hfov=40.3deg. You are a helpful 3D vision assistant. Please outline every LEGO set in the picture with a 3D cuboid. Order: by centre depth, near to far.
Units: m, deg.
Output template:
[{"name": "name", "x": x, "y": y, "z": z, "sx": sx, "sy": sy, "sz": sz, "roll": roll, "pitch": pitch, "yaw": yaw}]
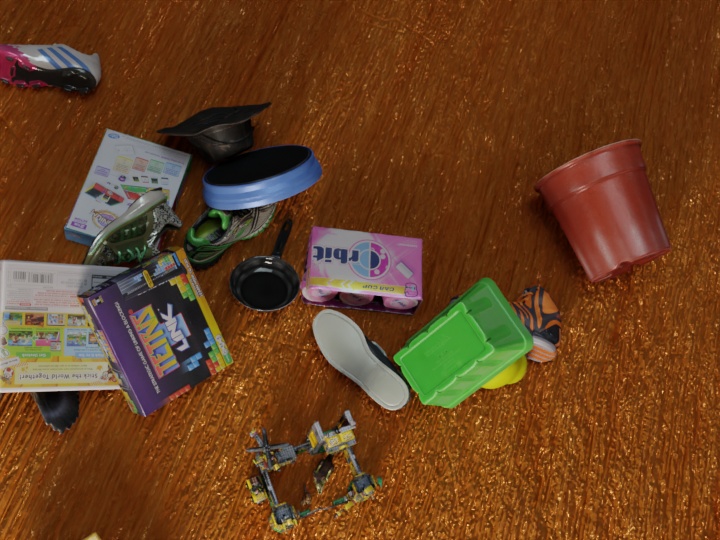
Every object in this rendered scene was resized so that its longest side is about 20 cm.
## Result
[{"name": "LEGO set", "x": -0.066, "y": 0.294, "z": 1.449, "sx": 0.199, "sy": 0.116, "sz": 0.154, "roll": -9, "pitch": 68, "yaw": -16}]

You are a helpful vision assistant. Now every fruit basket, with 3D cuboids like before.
[{"name": "fruit basket", "x": 0.182, "y": 0.124, "z": 1.563, "sx": 0.215, "sy": 0.216, "sz": 0.156, "roll": -28, "pitch": 75, "yaw": -22}]

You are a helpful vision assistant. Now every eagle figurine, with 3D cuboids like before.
[{"name": "eagle figurine", "x": -0.505, "y": 0.137, "z": 1.441, "sx": 0.151, "sy": 0.151, "sz": 0.201, "roll": 1, "pitch": 96, "yaw": 31}]

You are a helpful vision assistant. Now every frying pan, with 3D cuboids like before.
[{"name": "frying pan", "x": -0.161, "y": -0.005, "z": 1.615, "sx": 0.114, "sy": 0.031, "sz": 0.191, "roll": -2, "pitch": 50, "yaw": -11}]

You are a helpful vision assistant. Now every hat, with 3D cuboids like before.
[{"name": "hat", "x": -0.236, "y": -0.224, "z": 1.651, "sx": 0.200, "sy": 0.200, "sz": 0.081, "roll": -23, "pitch": 111, "yaw": -21}]

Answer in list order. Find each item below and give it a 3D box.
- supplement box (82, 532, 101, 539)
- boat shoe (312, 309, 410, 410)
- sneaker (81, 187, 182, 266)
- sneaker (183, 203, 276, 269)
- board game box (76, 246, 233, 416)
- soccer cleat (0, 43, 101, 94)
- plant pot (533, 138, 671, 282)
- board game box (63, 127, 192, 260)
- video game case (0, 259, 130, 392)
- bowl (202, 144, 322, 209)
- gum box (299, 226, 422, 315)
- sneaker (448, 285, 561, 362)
[{"name": "supplement box", "x": -0.358, "y": 0.475, "z": 1.311, "sx": 0.131, "sy": 0.103, "sz": 0.200, "roll": -29, "pitch": 74, "yaw": -22}, {"name": "boat shoe", "x": 0.001, "y": 0.145, "z": 1.567, "sx": 0.076, "sy": 0.060, "sz": 0.200, "roll": -40, "pitch": 79, "yaw": 3}, {"name": "sneaker", "x": -0.353, "y": -0.041, "z": 1.524, "sx": 0.089, "sy": 0.077, "sz": 0.200, "roll": 42, "pitch": 67, "yaw": -1}, {"name": "sneaker", "x": -0.208, "y": -0.084, "z": 1.610, "sx": 0.078, "sy": 0.085, "sz": 0.200, "roll": 40, "pitch": 63, "yaw": 8}, {"name": "board game box", "x": -0.302, "y": 0.089, "z": 1.462, "sx": 0.165, "sy": 0.057, "sz": 0.201, "roll": -32, "pitch": 110, "yaw": -31}, {"name": "soccer cleat", "x": -0.544, "y": -0.356, "z": 1.680, "sx": 0.199, "sy": 0.070, "sz": 0.087, "roll": 11, "pitch": 48, "yaw": -10}, {"name": "plant pot", "x": 0.431, "y": -0.095, "z": 1.705, "sx": 0.200, "sy": 0.201, "sz": 0.196, "roll": -17, "pitch": 79, "yaw": -19}, {"name": "board game box", "x": -0.380, "y": -0.123, "z": 1.616, "sx": 0.152, "sy": 0.040, "sz": 0.201, "roll": 17, "pitch": 64, "yaw": -4}, {"name": "video game case", "x": -0.427, "y": 0.082, "z": 1.415, "sx": 0.199, "sy": 0.023, "sz": 0.183, "roll": 4, "pitch": 85, "yaw": -43}, {"name": "bowl", "x": -0.163, "y": -0.156, "z": 1.604, "sx": 0.200, "sy": 0.200, "sz": 0.040, "roll": -23, "pitch": 116, "yaw": -20}, {"name": "gum box", "x": 0.000, "y": 0.000, "z": 1.626, "sx": 0.199, "sy": 0.066, "sz": 0.114, "roll": 6, "pitch": 63, "yaw": -9}, {"name": "sneaker", "x": 0.247, "y": 0.069, "z": 1.653, "sx": 0.199, "sy": 0.078, "sz": 0.112, "roll": 26, "pitch": 56, "yaw": -6}]
